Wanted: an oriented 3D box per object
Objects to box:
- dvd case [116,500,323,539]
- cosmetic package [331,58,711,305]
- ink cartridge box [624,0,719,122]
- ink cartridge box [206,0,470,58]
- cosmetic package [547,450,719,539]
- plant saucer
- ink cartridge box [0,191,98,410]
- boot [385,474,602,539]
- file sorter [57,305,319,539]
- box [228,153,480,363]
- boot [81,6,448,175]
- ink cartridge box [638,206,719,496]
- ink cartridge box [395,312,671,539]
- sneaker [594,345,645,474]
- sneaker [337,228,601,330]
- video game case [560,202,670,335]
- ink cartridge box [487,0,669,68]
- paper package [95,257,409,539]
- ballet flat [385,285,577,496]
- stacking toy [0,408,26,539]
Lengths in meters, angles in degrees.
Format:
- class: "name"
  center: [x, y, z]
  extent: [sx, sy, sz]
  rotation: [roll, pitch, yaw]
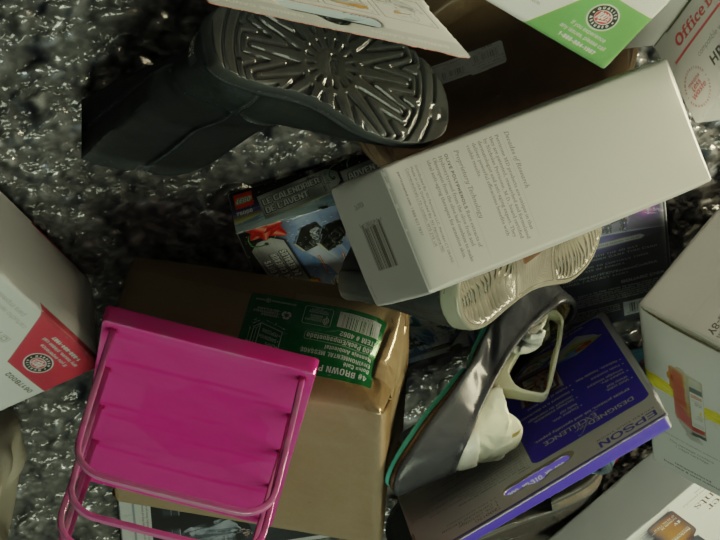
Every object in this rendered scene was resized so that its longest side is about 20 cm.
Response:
- class: "dvd case"
  center: [-0.090, 0.169, 1.942]
  extent: [0.199, 0.025, 0.150]
  rotation: [-7, 142, -7]
- class: "cosmetic package"
  center: [0.098, -0.052, 1.526]
  extent: [0.200, 0.085, 0.108]
  rotation: [-23, -179, -20]
- class: "ink cartridge box"
  center: [0.265, -0.155, 1.558]
  extent: [0.200, 0.068, 0.115]
  rotation: [-8, 149, -31]
- class: "ink cartridge box"
  center: [-0.048, -0.158, 1.399]
  extent: [0.162, 0.200, 0.057]
  rotation: [9, 120, -26]
- class: "cosmetic package"
  center: [0.262, 0.199, 2.017]
  extent: [0.200, 0.052, 0.151]
  rotation: [-42, 144, 11]
- class: "plant saucer"
  center: [0.088, -0.124, 1.591]
  extent: [0.199, 0.030, 0.200]
  rotation: [-11, 133, -12]
- class: "ink cartridge box"
  center: [-0.295, 0.038, 1.665]
  extent: [0.200, 0.086, 0.148]
  rotation: [-26, 141, 14]
- class: "boot"
  center: [0.130, 0.224, 2.041]
  extent: [0.199, 0.069, 0.174]
  rotation: [-17, 142, 2]
- class: "file sorter"
  center: [-0.121, 0.143, 1.620]
  extent: [0.139, 0.126, 0.200]
  rotation: [15, 144, -1]
- class: "box"
  center: [0.000, 0.000, 1.741]
  extent: [0.137, 0.040, 0.200]
  rotation: [-16, 142, 3]
- class: "boot"
  center: [-0.063, -0.093, 1.524]
  extent: [0.165, 0.066, 0.200]
  rotation: [21, 155, -23]
- class: "ink cartridge box"
  center: [0.276, 0.050, 1.799]
  extent: [0.145, 0.083, 0.200]
  rotation: [-48, 150, -24]
- class: "ink cartridge box"
  center: [0.117, 0.127, 1.759]
  extent: [0.198, 0.200, 0.043]
  rotation: [-31, 110, 4]
- class: "sneaker"
  center: [0.188, 0.117, 1.900]
  extent: [0.199, 0.096, 0.079]
  rotation: [-4, 142, -12]
- class: "sneaker"
  center: [0.076, -0.024, 1.666]
  extent: [0.200, 0.106, 0.075]
  rotation: [-27, 119, -49]
- class: "video game case"
  center: [0.148, -0.020, 1.779]
  extent: [0.142, 0.019, 0.200]
  rotation: [-14, 141, 0]
- class: "ink cartridge box"
  center: [0.147, -0.233, 1.433]
  extent: [0.146, 0.084, 0.200]
  rotation: [26, 118, -40]
- class: "paper package"
  center: [-0.072, 0.091, 1.729]
  extent: [0.199, 0.104, 0.191]
  rotation: [9, 146, 6]
- class: "ballet flat"
  center: [0.092, 0.083, 1.725]
  extent: [0.073, 0.200, 0.073]
  rotation: [25, 151, 15]
- class: "stacking toy"
  center: [-0.348, 0.154, 1.793]
  extent: [0.199, 0.146, 0.146]
  rotation: [11, 140, 0]
